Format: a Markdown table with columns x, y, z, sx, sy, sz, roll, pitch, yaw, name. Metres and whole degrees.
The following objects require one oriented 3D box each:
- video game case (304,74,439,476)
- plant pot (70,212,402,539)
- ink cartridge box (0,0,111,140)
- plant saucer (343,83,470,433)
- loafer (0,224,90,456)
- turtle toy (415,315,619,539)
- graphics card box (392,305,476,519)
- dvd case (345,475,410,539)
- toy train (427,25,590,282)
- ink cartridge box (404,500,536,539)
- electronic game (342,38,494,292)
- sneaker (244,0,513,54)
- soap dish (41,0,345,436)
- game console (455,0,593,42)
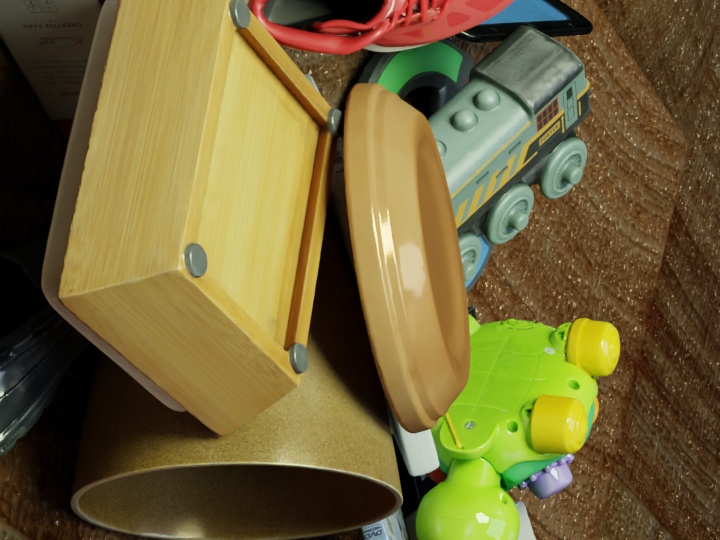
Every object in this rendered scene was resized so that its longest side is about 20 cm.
| x | y | z | sx | sy | sz | roll | pitch | yaw | name |
| --- | --- | --- | --- | --- | --- | --- | --- | --- | --- |
| 0.000 | 0.000 | 1.313 | 0.182 | 0.023 | 0.200 | -114 | -173 | -60 | video game case |
| -0.070 | 0.039 | 1.213 | 0.186 | 0.186 | 0.200 | 30 | 55 | -55 | plant pot |
| -0.118 | -0.182 | 1.189 | 0.200 | 0.084 | 0.176 | -63 | 142 | -35 | ink cartridge box |
| 0.030 | -0.009 | 1.189 | 0.200 | 0.037 | 0.201 | -9 | 90 | -81 | plant saucer |
| -0.172 | 0.014 | 1.125 | 0.201 | 0.068 | 0.070 | -57 | 139 | -39 | loafer |
| 0.089 | 0.110 | 1.399 | 0.200 | 0.146 | 0.101 | -61 | 147 | -43 | turtle toy |
| 0.051 | 0.138 | 1.515 | 0.125 | 0.051 | 0.200 | -38 | 124 | -51 | graphics card box |
| -0.003 | 0.100 | 1.336 | 0.143 | 0.018 | 0.200 | 64 | 9 | -69 | dvd case |
| 0.076 | -0.072 | 1.399 | 0.200 | 0.085 | 0.114 | -42 | 148 | -20 | toy train |
| 0.036 | 0.245 | 1.424 | 0.200 | 0.067 | 0.116 | -35 | 120 | -32 | ink cartridge box |
| 0.047 | -0.070 | 1.498 | 0.200 | 0.042 | 0.200 | 1 | 89 | -55 | electronic game |
| 0.019 | -0.145 | 1.149 | 0.200 | 0.116 | 0.078 | -14 | 111 | -21 | sneaker |
| -0.079 | -0.038 | 1.078 | 0.157 | 0.081 | 0.200 | 48 | 42 | -49 | soap dish |
| 0.071 | -0.248 | 1.464 | 0.200 | 0.116 | 0.176 | -13 | 103 | -58 | game console |
